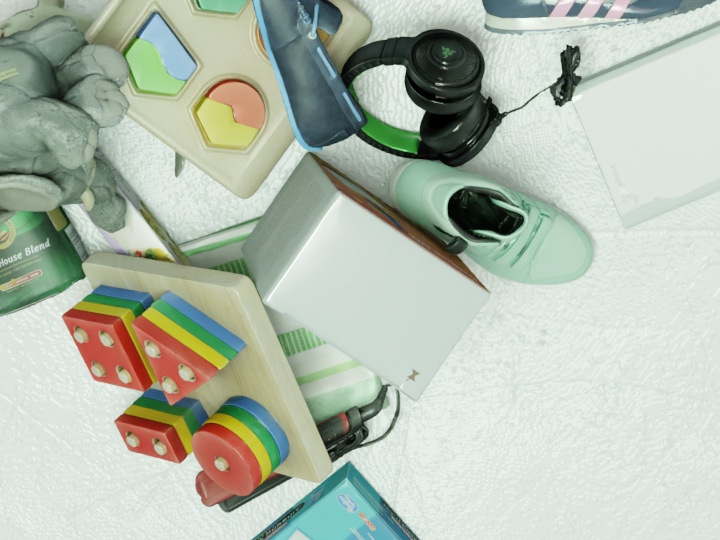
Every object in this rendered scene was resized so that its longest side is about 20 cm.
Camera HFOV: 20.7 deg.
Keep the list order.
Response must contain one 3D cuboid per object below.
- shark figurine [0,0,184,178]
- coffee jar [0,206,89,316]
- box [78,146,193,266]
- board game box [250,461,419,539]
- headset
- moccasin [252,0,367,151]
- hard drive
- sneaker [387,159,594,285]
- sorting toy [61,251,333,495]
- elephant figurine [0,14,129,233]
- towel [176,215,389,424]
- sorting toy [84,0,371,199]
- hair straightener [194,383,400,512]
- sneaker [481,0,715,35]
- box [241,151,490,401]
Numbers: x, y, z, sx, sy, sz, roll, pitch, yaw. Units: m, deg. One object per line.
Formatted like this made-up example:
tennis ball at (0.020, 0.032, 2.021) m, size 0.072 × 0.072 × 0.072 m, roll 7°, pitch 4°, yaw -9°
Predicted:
shark figurine at (-0.230, -0.170, 1.663) m, size 0.214 × 0.129 × 0.089 m, roll 23°, pitch 140°, yaw -29°
coffee jar at (-0.315, -0.067, 1.676) m, size 0.104 × 0.085 × 0.201 m, roll -22°, pitch 102°, yaw 9°
box at (-0.191, -0.029, 1.685) m, size 0.039 × 0.041 × 0.200 m, roll -39°, pitch 89°, yaw 8°
board game box at (-0.037, 0.293, 1.777) m, size 0.200 × 0.047 × 0.151 m, roll -39°, pitch 100°, yaw 12°
headset at (0.080, -0.151, 1.626) m, size 0.199 × 0.094 × 0.124 m, roll 2°, pitch 142°, yaw 21°
moccasin at (-0.045, -0.197, 1.573) m, size 0.068 × 0.081 × 0.201 m, roll -16°, pitch 119°, yaw 3°
hard drive at (0.290, -0.133, 1.656) m, size 0.199 × 0.026 × 0.132 m, roll -23°, pitch 103°, yaw 8°
sneaker at (0.127, -0.026, 1.625) m, size 0.200 × 0.118 × 0.074 m, roll 22°, pitch 94°, yaw -25°
sorting toy at (-0.144, 0.094, 1.636) m, size 0.198 × 0.070 × 0.201 m, roll 9°, pitch 131°, yaw 44°
elephant figurine at (-0.261, -0.093, 1.554) m, size 0.155 × 0.142 × 0.200 m, roll 35°, pitch 142°, yaw 4°
towel at (-0.079, 0.054, 1.728) m, size 0.152 × 0.023 × 0.201 m, roll -19°, pitch 103°, yaw 7°
sorting toy at (-0.110, -0.182, 1.607) m, size 0.200 × 0.036 × 0.185 m, roll 36°, pitch 90°, yaw -24°
hair straightener at (-0.047, 0.156, 1.738) m, size 0.199 × 0.077 × 0.041 m, roll -32°, pitch 64°, yaw 11°
sneaker at (0.196, -0.243, 1.608) m, size 0.199 × 0.070 × 0.082 m, roll -6°, pitch 109°, yaw 4°
box at (0.000, 0.000, 1.604) m, size 0.152 × 0.200 × 0.107 m, roll 34°, pitch 96°, yaw -15°
